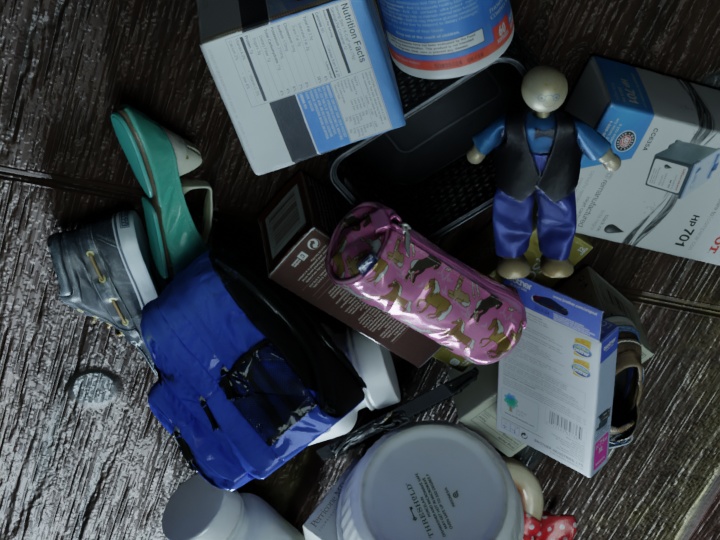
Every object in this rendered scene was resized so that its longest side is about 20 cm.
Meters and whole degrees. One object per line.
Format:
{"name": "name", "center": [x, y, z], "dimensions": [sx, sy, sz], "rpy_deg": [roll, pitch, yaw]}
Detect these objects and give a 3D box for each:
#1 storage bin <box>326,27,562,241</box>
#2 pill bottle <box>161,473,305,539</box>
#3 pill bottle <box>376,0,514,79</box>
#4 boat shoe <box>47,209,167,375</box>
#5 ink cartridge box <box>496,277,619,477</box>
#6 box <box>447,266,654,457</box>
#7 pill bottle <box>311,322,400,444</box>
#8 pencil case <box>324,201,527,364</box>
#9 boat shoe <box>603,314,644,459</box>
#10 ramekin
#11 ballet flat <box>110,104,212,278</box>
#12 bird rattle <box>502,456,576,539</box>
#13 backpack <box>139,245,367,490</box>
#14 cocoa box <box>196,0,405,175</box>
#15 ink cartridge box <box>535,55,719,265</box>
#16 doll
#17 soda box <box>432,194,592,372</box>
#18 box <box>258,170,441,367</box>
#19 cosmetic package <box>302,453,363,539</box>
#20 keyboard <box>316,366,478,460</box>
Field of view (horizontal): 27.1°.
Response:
{"name": "storage bin", "center": [0.076, -0.127, 1.357], "dimensions": [0.199, 0.094, 0.135], "rpy_deg": [-30, 128, 17]}
{"name": "pill bottle", "center": [-0.129, 0.317, 1.681], "dimensions": [0.114, 0.115, 0.200], "rpy_deg": [-30, 128, 16]}
{"name": "pill bottle", "center": [0.057, -0.268, 1.222], "dimensions": [0.111, 0.113, 0.201], "rpy_deg": [-14, 130, 3]}
{"name": "boat shoe", "center": [-0.235, 0.033, 1.462], "dimensions": [0.090, 0.071, 0.202], "rpy_deg": [-13, 124, 4]}
{"name": "ink cartridge box", "center": [0.190, 0.094, 1.456], "dimensions": [0.042, 0.119, 0.202], "rpy_deg": [-35, 136, -36]}
{"name": "box", "center": [0.197, 0.098, 1.574], "dimensions": [0.199, 0.078, 0.095], "rpy_deg": [-38, 126, 21]}
{"name": "pill bottle", "center": [-0.066, 0.120, 1.523], "dimensions": [0.198, 0.120, 0.120], "rpy_deg": [-17, 130, 6]}
{"name": "pencil case", "center": [0.062, 0.015, 1.363], "dimensions": [0.199, 0.086, 0.083], "rpy_deg": [31, 82, -34]}
{"name": "boat shoe", "center": [0.244, 0.141, 1.518], "dimensions": [0.071, 0.073, 0.201], "rpy_deg": [-5, 132, -7]}
{"name": "ramekin", "center": [0.075, 0.249, 1.558], "dimensions": [0.200, 0.204, 0.094], "rpy_deg": [-6, 154, -4]}
{"name": "ballet flat", "center": [-0.176, -0.081, 1.383], "dimensions": [0.070, 0.067, 0.201], "rpy_deg": [-26, 133, -17]}
{"name": "bird rattle", "center": [0.158, 0.292, 1.722], "dimensions": [0.198, 0.113, 0.165], "rpy_deg": [-5, 114, -9]}
{"name": "backpack", "center": [-0.117, 0.088, 1.387], "dimensions": [0.167, 0.162, 0.201], "rpy_deg": [-37, 87, 6]}
{"name": "cocoa box", "center": [-0.052, -0.201, 1.204], "dimensions": [0.130, 0.201, 0.134], "rpy_deg": [-17, 130, 5]}
{"name": "ink cartridge box", "center": [0.283, -0.101, 1.418], "dimensions": [0.198, 0.086, 0.147], "rpy_deg": [12, 127, -17]}
{"name": "doll", "center": [0.161, -0.089, 1.310], "dimensions": [0.135, 0.049, 0.202], "rpy_deg": [-1, 124, 4]}
{"name": "soda box", "center": [0.137, 0.008, 1.498], "dimensions": [0.067, 0.064, 0.200], "rpy_deg": [28, 120, -29]}
{"name": "box", "center": [0.000, 0.000, 1.445], "dimensions": [0.199, 0.101, 0.075], "rpy_deg": [31, 115, -29]}
{"name": "cosmetic package", "center": [0.045, 0.307, 1.630], "dimensions": [0.199, 0.108, 0.085], "rpy_deg": [34, 160, 14]}
{"name": "keyboard", "center": [0.029, 0.158, 1.555], "dimensions": [0.199, 0.021, 0.127], "rpy_deg": [-33, 172, 39]}
